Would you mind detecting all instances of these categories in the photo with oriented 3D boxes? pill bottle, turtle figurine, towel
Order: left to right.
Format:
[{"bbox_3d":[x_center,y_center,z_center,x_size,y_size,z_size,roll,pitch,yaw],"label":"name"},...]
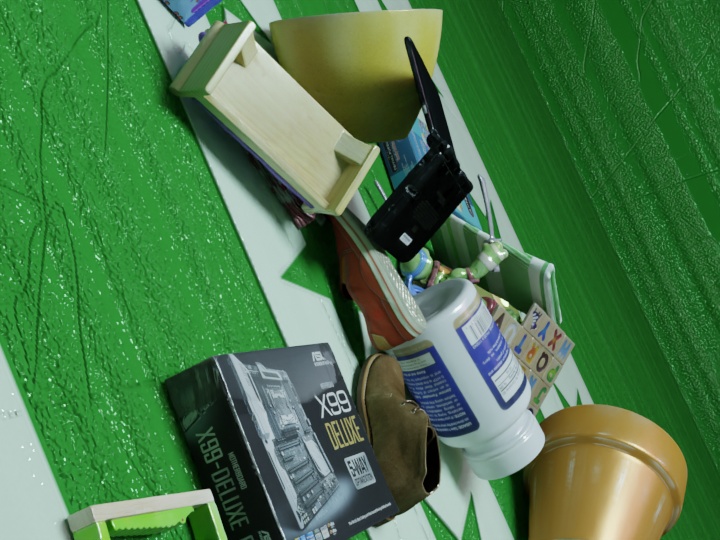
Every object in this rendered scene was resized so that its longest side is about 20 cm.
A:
[{"bbox_3d":[-0.098,-0.156,1.136,0.201,0.023,0.144,55,21,-23],"label":"towel"},{"bbox_3d":[0.121,-0.007,1.326,0.194,0.143,0.201,49,28,-43],"label":"turtle figurine"},{"bbox_3d":[0.116,0.122,1.189,0.201,0.119,0.120,59,21,-14],"label":"pill bottle"},{"bbox_3d":[0.168,-0.010,1.399,0.199,0.023,0.153,32,-18,29],"label":"towel"}]

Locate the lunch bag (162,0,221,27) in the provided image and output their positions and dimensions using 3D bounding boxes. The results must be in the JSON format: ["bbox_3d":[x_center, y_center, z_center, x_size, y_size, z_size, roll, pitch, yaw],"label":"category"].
[{"bbox_3d":[-0.133,-0.353,1.026,0.151,0.199,0.095,44,28,-42],"label":"lunch bag"}]

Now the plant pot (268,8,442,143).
[{"bbox_3d":[-0.001,-0.220,1.256,0.200,0.198,0.143,-34,122,-70],"label":"plant pot"}]

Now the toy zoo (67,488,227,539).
[{"bbox_3d":[-0.102,0.236,0.660,0.131,0.020,0.201,15,52,-64],"label":"toy zoo"}]

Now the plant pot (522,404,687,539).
[{"bbox_3d":[0.284,0.298,1.318,0.201,0.199,0.184,55,37,-21],"label":"plant pot"}]

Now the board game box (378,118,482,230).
[{"bbox_3d":[0.095,-0.137,1.549,0.200,0.047,0.152,29,40,-58],"label":"board game box"}]

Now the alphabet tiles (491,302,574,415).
[{"bbox_3d":[0.189,0.125,1.352,0.008,0.168,0.200,24,-10,41],"label":"alphabet tiles"}]

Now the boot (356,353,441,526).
[{"bbox_3d":[0.040,0.148,1.038,0.074,0.075,0.201,49,24,-31],"label":"boot"}]

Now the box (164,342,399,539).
[{"bbox_3d":[-0.055,0.141,0.847,0.200,0.050,0.159,4,62,-67],"label":"box"}]

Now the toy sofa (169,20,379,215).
[{"bbox_3d":[-0.086,-0.142,1.042,0.200,0.097,0.083,42,72,-34],"label":"toy sofa"}]

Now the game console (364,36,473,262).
[{"bbox_3d":[0.048,-0.118,1.149,0.116,0.176,0.200,42,3,15],"label":"game console"}]

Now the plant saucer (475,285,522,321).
[{"bbox_3d":[0.184,0.049,1.571,0.200,0.031,0.201,50,24,-32],"label":"plant saucer"}]

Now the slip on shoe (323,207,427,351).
[{"bbox_3d":[0.000,0.000,1.141,0.074,0.061,0.201,37,20,-55],"label":"slip on shoe"}]
